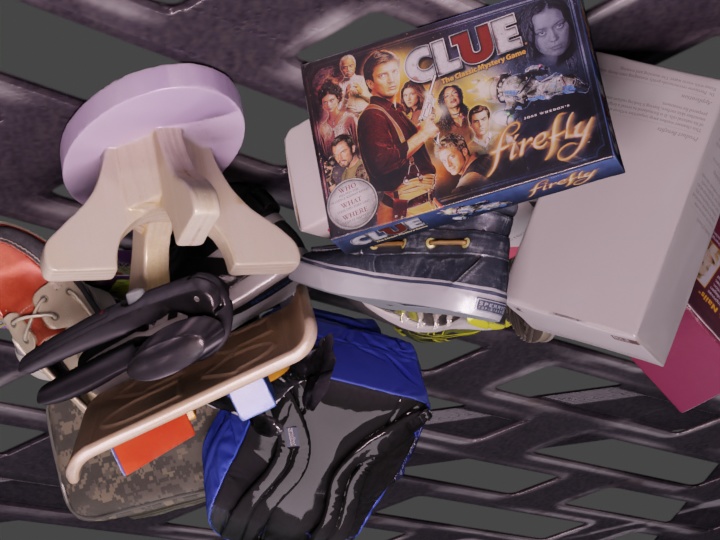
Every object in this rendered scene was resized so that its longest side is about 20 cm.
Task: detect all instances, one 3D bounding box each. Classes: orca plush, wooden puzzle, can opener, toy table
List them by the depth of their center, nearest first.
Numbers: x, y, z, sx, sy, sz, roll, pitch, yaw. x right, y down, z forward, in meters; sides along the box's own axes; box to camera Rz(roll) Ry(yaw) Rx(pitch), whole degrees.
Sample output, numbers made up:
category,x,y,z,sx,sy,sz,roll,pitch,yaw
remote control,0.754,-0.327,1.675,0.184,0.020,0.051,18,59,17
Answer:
category,x,y,z,sx,sy,sz,roll,pitch,yaw
can opener,-0.169,0.049,1.444,0.200,0.063,0.079,-16,-175,36
toy table,-0.140,-0.049,1.446,0.184,0.117,0.200,-6,157,-10
wooden puzzle,-0.114,0.087,1.454,0.200,0.046,0.185,-30,-171,1
orca plush,-0.093,0.086,1.583,0.071,0.105,0.200,-8,-168,-29

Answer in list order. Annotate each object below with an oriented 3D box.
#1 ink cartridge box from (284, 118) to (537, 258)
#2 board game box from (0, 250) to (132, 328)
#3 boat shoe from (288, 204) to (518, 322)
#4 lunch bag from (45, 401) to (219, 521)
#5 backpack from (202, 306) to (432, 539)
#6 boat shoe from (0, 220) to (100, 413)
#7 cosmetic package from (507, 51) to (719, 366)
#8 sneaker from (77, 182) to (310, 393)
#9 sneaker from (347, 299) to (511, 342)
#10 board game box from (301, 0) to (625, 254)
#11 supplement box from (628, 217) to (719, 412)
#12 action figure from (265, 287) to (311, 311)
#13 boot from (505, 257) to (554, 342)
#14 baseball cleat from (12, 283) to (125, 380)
category,x,y,z,sx,sy,sz,roll,pitch,yaw
ink cartridge box,0.062,-0.071,1.526,0.146,0.083,0.200,-26,153,37
board game box,-0.251,0.016,1.679,0.200,0.032,0.120,0,153,-24
boat shoe,0.034,-0.019,1.451,0.200,0.091,0.071,8,173,45
lunch bag,-0.171,0.154,1.929,0.200,0.140,0.168,-16,175,19
backpack,-0.045,0.140,1.765,0.162,0.168,0.200,16,117,-15
boat shoe,-0.237,0.045,1.578,0.071,0.063,0.200,-33,110,14
cosmetic package,0.192,-0.044,1.460,0.113,0.200,0.081,19,172,29
sneaker,-0.145,0.006,1.570,0.200,0.112,0.073,-29,158,-9
sneaker,0.051,0.034,1.796,0.200,0.075,0.085,11,150,-43
board game box,0.066,-0.103,1.378,0.200,0.136,0.035,-17,158,14
supplement box,0.288,0.005,1.640,0.086,0.110,0.200,-35,-170,46
action figure,0.000,0.000,1.659,0.200,0.069,0.130,-2,-177,9
boot,0.219,0.005,1.726,0.200,0.182,0.073,2,114,-11
baseball cleat,-0.183,0.048,1.663,0.200,0.070,0.106,-10,153,-8
